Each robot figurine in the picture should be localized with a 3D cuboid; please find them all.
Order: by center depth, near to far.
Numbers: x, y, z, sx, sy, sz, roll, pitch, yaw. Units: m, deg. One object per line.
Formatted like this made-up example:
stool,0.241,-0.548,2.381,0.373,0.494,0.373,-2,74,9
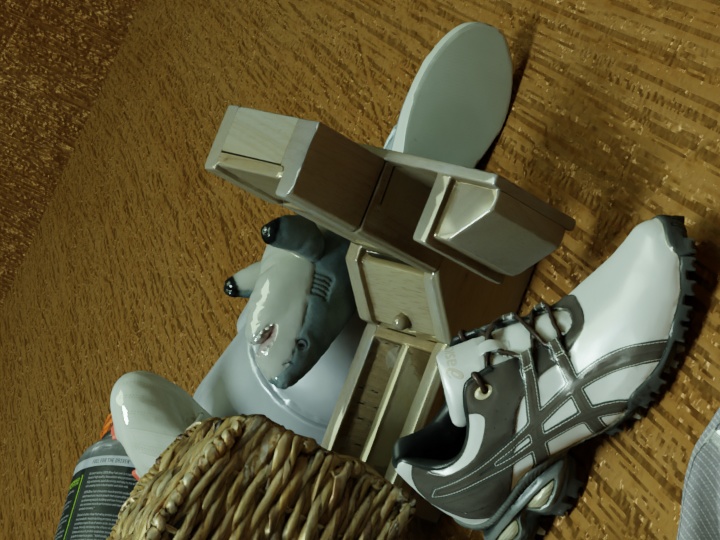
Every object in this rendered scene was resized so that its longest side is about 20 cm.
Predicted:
robot figurine,-0.039,0.080,1.208,0.200,0.112,0.170,-52,52,39

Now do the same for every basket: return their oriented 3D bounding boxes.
basket,-0.086,0.183,0.998,0.149,0.142,0.201,-12,54,66

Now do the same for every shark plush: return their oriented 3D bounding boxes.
shark plush,0.000,0.000,1.142,0.200,0.084,0.091,-26,-13,-43

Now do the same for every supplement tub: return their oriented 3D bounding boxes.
supplement tub,-0.179,0.217,1.424,0.122,0.122,0.201,-39,33,55

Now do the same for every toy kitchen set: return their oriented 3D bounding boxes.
toy kitchen set,0.015,0.032,1.005,0.163,0.200,0.181,15,81,47

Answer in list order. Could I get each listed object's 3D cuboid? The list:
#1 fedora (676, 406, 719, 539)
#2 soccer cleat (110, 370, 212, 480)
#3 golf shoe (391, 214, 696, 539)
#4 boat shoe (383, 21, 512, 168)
fedora,0.168,0.098,0.631,0.177,0.090,0.200,-57,20,27
soccer cleat,-0.079,0.138,1.149,0.077,0.200,0.069,-26,16,42
golf shoe,0.091,0.049,0.910,0.201,0.094,0.078,-59,18,19
boat shoe,0.040,-0.075,1.239,0.071,0.070,0.202,27,96,67
